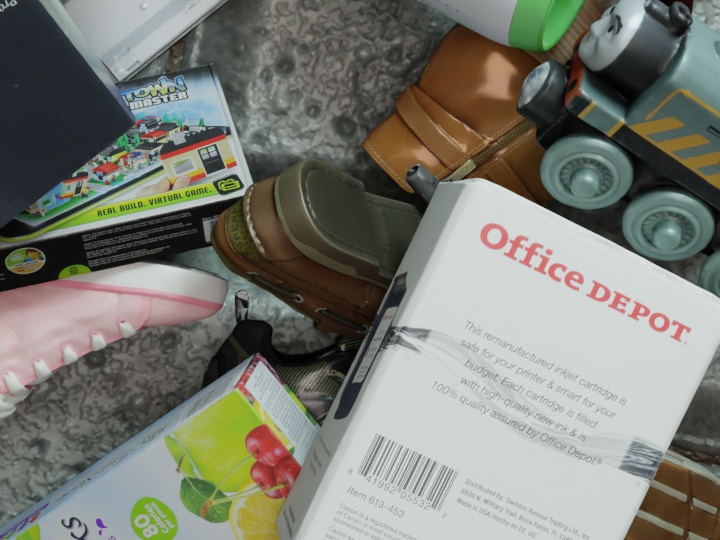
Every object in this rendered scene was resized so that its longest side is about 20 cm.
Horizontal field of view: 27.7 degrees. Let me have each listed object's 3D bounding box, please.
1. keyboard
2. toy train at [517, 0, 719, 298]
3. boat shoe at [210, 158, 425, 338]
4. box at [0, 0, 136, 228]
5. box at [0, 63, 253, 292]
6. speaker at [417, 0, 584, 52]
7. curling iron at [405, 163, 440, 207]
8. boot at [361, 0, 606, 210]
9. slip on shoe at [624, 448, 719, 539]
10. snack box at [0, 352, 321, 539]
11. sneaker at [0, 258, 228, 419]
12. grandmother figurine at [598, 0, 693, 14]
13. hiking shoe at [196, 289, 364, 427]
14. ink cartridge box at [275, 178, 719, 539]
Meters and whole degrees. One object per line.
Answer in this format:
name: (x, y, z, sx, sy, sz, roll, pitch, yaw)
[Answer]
keyboard: (-0.081, -0.188, 0.839, 0.200, 0.011, 0.056, -39, 92, -2)
toy train: (0.181, -0.060, 0.746, 0.200, 0.085, 0.114, 32, 133, -13)
boat shoe: (0.000, 0.000, 0.798, 0.068, 0.072, 0.200, -24, 143, 27)
box: (-0.231, -0.144, 0.694, 0.123, 0.200, 0.198, -37, 133, -3)
box: (-0.164, -0.046, 0.787, 0.200, 0.110, 0.035, -13, 140, -10)
speaker: (0.028, -0.193, 0.776, 0.200, 0.088, 0.089, 30, 91, 14)
curling iron: (0.092, 0.012, 0.835, 0.026, 0.050, 0.200, -39, 112, 3)
boot: (0.113, -0.059, 0.841, 0.155, 0.077, 0.200, -44, 108, 6)
slip on shoe: (0.154, 0.132, 0.868, 0.200, 0.061, 0.076, 28, 93, -26)
snack box: (-0.093, 0.158, 0.807, 0.200, 0.053, 0.142, -34, 100, 20)
sneaker: (-0.175, 0.039, 0.813, 0.200, 0.075, 0.105, 3, 90, 1)
grandmother figurine: (0.155, -0.178, 0.769, 0.060, 0.200, 0.121, -13, 96, -5)
hiking shoe: (0.005, 0.083, 0.837, 0.200, 0.076, 0.101, 21, 96, -7)
ink cartridge box: (0.067, 0.073, 0.719, 0.145, 0.084, 0.200, 26, 91, -8)
